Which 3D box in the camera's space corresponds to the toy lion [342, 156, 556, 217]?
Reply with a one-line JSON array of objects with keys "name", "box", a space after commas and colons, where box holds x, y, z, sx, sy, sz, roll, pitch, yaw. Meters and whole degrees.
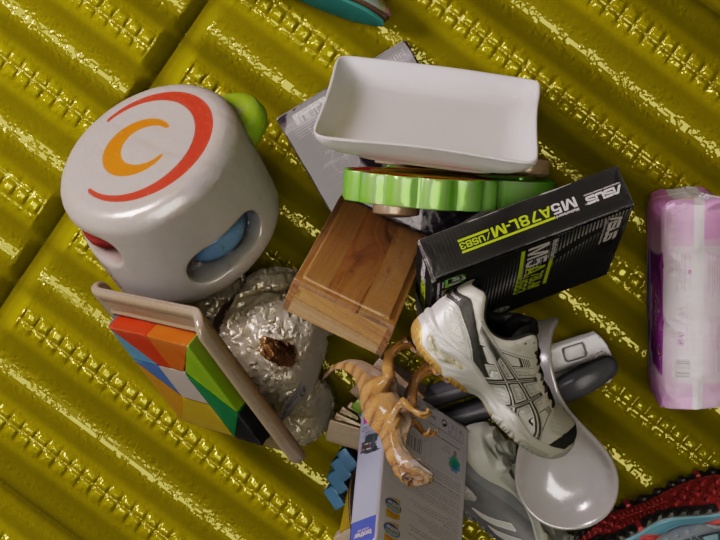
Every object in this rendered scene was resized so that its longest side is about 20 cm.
[{"name": "toy lion", "box": [0.083, -0.074, 1.533, 0.197, 0.192, 0.070, 4, 96, -1]}]

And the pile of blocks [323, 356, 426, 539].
[{"name": "pile of blocks", "box": [0.006, 0.177, 1.652, 0.081, 0.062, 0.202, 18, 102, 6]}]

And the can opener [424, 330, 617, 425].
[{"name": "can opener", "box": [0.152, 0.113, 1.633, 0.198, 0.067, 0.054, -18, 95, 6]}]

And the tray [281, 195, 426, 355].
[{"name": "tray", "box": [0.000, 0.000, 1.544, 0.098, 0.200, 0.037, 26, 115, 0]}]

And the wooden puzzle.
[{"name": "wooden puzzle", "box": [-0.154, 0.096, 1.538, 0.037, 0.199, 0.186, -47, 123, -21]}]

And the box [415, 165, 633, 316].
[{"name": "box", "box": [0.144, -0.011, 1.536, 0.191, 0.200, 0.048, -18, 73, -5]}]

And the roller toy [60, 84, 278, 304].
[{"name": "roller toy", "box": [-0.176, -0.066, 1.568, 0.198, 0.184, 0.140, -9, 137, 20]}]

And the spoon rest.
[{"name": "spoon rest", "box": [0.182, 0.150, 1.578, 0.098, 0.061, 0.202, -11, 98, 17]}]

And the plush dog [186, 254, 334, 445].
[{"name": "plush dog", "box": [-0.111, 0.059, 1.619, 0.170, 0.160, 0.202, 18, 97, 28]}]

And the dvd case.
[{"name": "dvd case", "box": [0.031, -0.099, 1.640, 0.148, 0.016, 0.201, -30, 94, 6]}]

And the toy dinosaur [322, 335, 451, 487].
[{"name": "toy dinosaur", "box": [0.019, 0.106, 1.492, 0.106, 0.200, 0.060, -45, 129, 10]}]

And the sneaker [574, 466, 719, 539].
[{"name": "sneaker", "box": [0.313, 0.262, 1.649, 0.198, 0.080, 0.096, -19, 114, 9]}]

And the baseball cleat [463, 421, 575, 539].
[{"name": "baseball cleat", "box": [0.138, 0.240, 1.659, 0.106, 0.070, 0.201, -22, 103, 32]}]

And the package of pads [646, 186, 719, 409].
[{"name": "package of pads", "box": [0.310, 0.024, 1.583, 0.075, 0.121, 0.203, 0, 97, 4]}]

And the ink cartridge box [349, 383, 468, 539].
[{"name": "ink cartridge box", "box": [0.045, 0.211, 1.530, 0.042, 0.202, 0.119, -26, 135, 34]}]

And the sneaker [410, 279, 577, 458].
[{"name": "sneaker", "box": [0.138, 0.088, 1.484, 0.088, 0.076, 0.200, -44, 117, 11]}]

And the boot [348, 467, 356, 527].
[{"name": "boot", "box": [0.027, 0.268, 1.557, 0.074, 0.097, 0.202, -18, 73, 6]}]

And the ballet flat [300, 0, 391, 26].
[{"name": "ballet flat", "box": [-0.062, -0.289, 1.603, 0.198, 0.069, 0.072, 13, 79, 3]}]

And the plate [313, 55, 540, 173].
[{"name": "plate", "box": [0.064, -0.138, 1.535, 0.198, 0.200, 0.033, 8, 119, 3]}]
